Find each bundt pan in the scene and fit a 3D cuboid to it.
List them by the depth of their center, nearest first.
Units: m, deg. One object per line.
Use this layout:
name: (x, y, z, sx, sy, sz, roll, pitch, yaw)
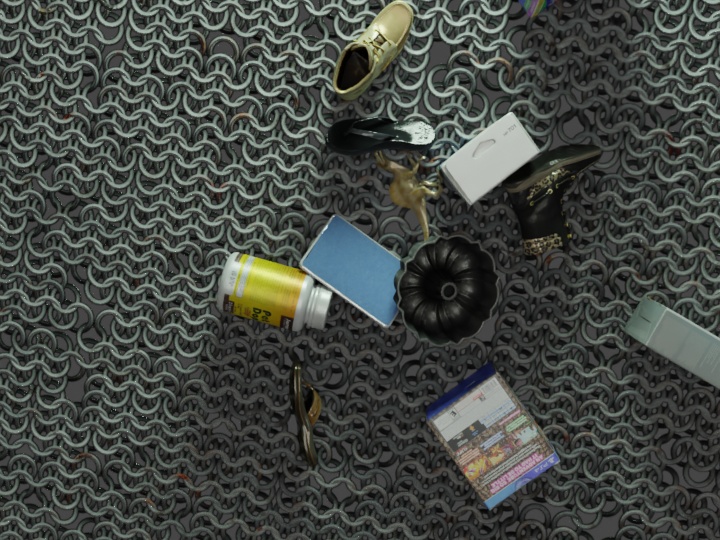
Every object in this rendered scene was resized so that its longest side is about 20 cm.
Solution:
bundt pan: (0.145, 0.029, 1.677, 0.199, 0.076, 0.205, -4, 103, -17)

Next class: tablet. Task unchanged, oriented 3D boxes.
tablet: (0.000, 0.000, 1.703, 0.199, 0.014, 0.131, 36, 65, -3)

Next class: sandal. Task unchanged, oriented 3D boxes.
sandal: (0.034, -0.249, 1.670, 0.197, 0.043, 0.077, -4, 56, -4)
sandal: (-0.095, 0.262, 1.741, 0.054, 0.082, 0.203, -12, 95, -12)

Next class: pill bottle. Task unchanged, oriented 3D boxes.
pill bottle: (-0.152, 0.043, 1.697, 0.197, 0.109, 0.111, 15, 98, 1)

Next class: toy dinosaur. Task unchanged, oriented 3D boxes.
toy dinosaur: (0.103, -0.142, 1.699, 0.100, 0.058, 0.202, -29, 94, 22)

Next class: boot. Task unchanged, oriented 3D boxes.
boot: (0.021, -0.382, 1.611, 0.073, 0.155, 0.200, 40, 97, -2)
boot: (0.349, -0.128, 1.665, 0.198, 0.073, 0.152, -26, 114, -22)

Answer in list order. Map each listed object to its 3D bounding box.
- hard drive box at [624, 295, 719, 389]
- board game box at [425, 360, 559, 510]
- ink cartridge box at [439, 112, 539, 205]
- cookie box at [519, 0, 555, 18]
hard drive box: (0.580, 0.135, 1.648, 0.198, 0.156, 0.077, 30, 97, -2)
board game box: (0.238, 0.298, 1.715, 0.159, 0.097, 0.201, -35, 94, 7)
ink cartridge box: (0.214, -0.190, 1.603, 0.146, 0.200, 0.086, -37, 94, 7)
cookie box: (0.355, -0.522, 1.570, 0.199, 0.171, 0.076, -34, 91, 7)
